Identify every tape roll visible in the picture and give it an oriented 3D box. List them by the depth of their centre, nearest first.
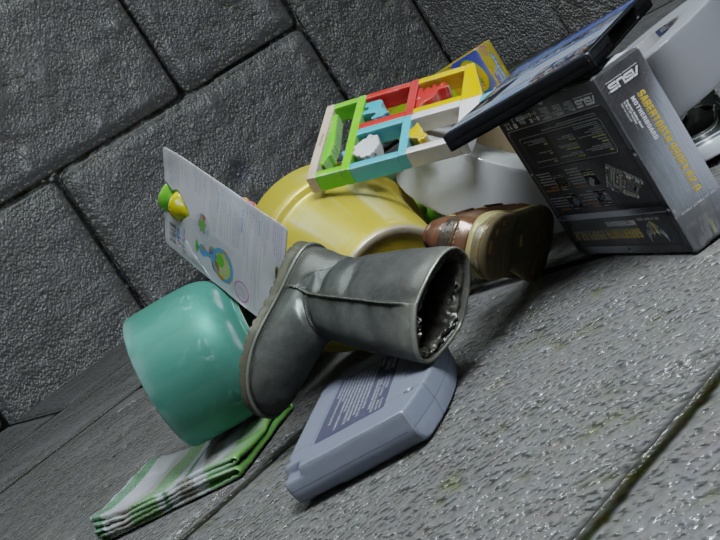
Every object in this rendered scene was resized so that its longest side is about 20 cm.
[{"bbox_3d":[0.298,-0.196,1.084,0.200,0.066,0.200,-42,5,4],"label":"tape roll"},{"bbox_3d":[0.141,-0.110,1.135,0.202,0.202,0.071,-52,-23,-65],"label":"tape roll"}]

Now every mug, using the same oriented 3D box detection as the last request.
[{"bbox_3d":[-0.158,0.081,1.119,0.114,0.152,0.185,-30,27,3],"label":"mug"}]

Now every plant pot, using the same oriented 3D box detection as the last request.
[{"bbox_3d":[0.000,0.000,1.098,0.201,0.201,0.189,-35,25,-12],"label":"plant pot"}]

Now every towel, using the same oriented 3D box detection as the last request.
[{"bbox_3d":[-0.174,0.199,1.107,0.200,0.031,0.149,-29,10,25],"label":"towel"}]

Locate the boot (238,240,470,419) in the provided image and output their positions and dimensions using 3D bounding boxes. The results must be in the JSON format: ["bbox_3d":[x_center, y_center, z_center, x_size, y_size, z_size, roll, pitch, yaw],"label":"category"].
[{"bbox_3d":[-0.007,0.057,0.913,0.200,0.072,0.182,12,85,44],"label":"boot"}]

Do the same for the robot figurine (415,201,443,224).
[{"bbox_3d":[0.077,-0.057,1.322,0.200,0.116,0.175,-31,-22,19],"label":"robot figurine"}]

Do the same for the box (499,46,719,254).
[{"bbox_3d":[0.205,-0.091,0.898,0.048,0.159,0.200,-36,8,-12],"label":"box"}]

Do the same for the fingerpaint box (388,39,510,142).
[{"bbox_3d":[0.153,-0.186,1.479,0.167,0.200,0.073,-29,9,29],"label":"fingerpaint box"}]

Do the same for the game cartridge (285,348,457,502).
[{"bbox_3d":[0.016,0.110,0.887,0.133,0.041,0.200,-34,8,17],"label":"game cartridge"}]

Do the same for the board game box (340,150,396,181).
[{"bbox_3d":[0.017,-0.082,1.441,0.200,0.026,0.200,-3,-40,-38],"label":"board game box"}]

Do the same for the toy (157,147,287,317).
[{"bbox_3d":[-0.126,-0.039,1.068,0.047,0.115,0.200,-25,43,-39],"label":"toy"}]

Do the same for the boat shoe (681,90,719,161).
[{"bbox_3d":[0.339,-0.153,1.092,0.069,0.057,0.200,-30,9,22],"label":"boat shoe"}]

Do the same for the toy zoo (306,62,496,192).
[{"bbox_3d":[0.048,-0.147,1.073,0.200,0.020,0.131,-13,39,21],"label":"toy zoo"}]

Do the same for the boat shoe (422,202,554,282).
[{"bbox_3d":[0.120,-0.030,0.960,0.067,0.072,0.200,14,7,27],"label":"boat shoe"}]

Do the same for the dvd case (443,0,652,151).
[{"bbox_3d":[0.162,-0.170,0.904,0.143,0.018,0.200,-27,11,36],"label":"dvd case"}]
